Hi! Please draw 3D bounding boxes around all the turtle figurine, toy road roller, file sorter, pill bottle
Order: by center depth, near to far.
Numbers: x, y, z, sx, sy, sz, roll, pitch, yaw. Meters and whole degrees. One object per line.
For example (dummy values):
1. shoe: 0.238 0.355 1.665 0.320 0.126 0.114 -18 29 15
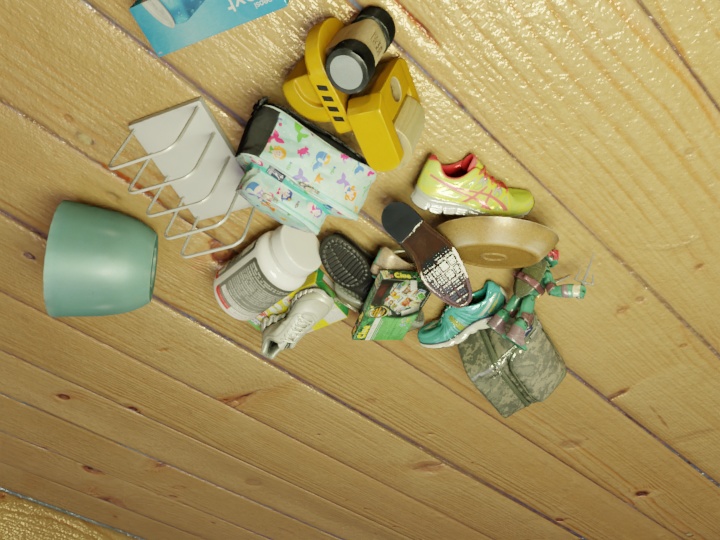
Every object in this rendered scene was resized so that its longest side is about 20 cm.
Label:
1. toy road roller: -0.011 -0.234 0.756 0.144 0.124 0.201 -5 133 32
2. file sorter: -0.270 -0.135 0.889 0.136 0.126 0.201 -11 133 20
3. turtle figurine: 0.307 0.034 0.979 0.100 0.150 0.201 36 91 -5
4. pill bottle: -0.167 0.001 1.017 0.199 0.115 0.113 -31 124 34

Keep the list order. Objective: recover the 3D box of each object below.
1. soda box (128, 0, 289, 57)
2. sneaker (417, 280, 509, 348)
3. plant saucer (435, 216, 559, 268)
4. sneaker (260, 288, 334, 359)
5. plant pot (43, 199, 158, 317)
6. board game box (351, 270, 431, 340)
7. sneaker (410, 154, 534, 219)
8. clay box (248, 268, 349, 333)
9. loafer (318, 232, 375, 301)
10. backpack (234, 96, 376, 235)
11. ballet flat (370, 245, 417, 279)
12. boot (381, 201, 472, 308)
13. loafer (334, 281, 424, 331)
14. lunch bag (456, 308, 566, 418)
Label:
1. soda box: -0.185 -0.342 0.707 0.196 0.065 0.068 -12 133 19
2. sneaker: 0.190 0.082 1.085 0.198 0.078 0.080 -31 116 22
3. plant saucer: 0.215 -0.037 0.906 0.196 0.036 0.200 7 168 2
4. sneaker: -0.123 0.104 1.073 0.075 0.082 0.199 36 128 -23
5. plant pot: -0.447 -0.013 0.998 0.158 0.203 0.202 6 138 -17
6. board game box: 0.056 0.067 0.997 0.103 0.024 0.201 1 144 -18
7. sneaker: 0.180 -0.129 0.863 0.196 0.079 0.092 5 117 -12
8. clay box: -0.132 0.076 1.136 0.197 0.048 0.115 -22 128 28
9. loafer: 0.000 0.000 1.020 0.072 0.072 0.200 -34 119 21
10. backpack: -0.082 -0.137 0.817 0.197 0.177 0.153 21 90 -19
11. ballet flat: 0.107 -0.004 0.996 0.197 0.069 0.068 11 -176 -38
12. boot: 0.111 -0.033 0.911 0.074 0.097 0.201 -37 95 11
13. loafer: 0.029 0.077 1.092 0.197 0.076 0.070 26 129 -18
14. lunch bag: 0.301 0.172 1.112 0.166 0.140 0.200 -32 126 14
